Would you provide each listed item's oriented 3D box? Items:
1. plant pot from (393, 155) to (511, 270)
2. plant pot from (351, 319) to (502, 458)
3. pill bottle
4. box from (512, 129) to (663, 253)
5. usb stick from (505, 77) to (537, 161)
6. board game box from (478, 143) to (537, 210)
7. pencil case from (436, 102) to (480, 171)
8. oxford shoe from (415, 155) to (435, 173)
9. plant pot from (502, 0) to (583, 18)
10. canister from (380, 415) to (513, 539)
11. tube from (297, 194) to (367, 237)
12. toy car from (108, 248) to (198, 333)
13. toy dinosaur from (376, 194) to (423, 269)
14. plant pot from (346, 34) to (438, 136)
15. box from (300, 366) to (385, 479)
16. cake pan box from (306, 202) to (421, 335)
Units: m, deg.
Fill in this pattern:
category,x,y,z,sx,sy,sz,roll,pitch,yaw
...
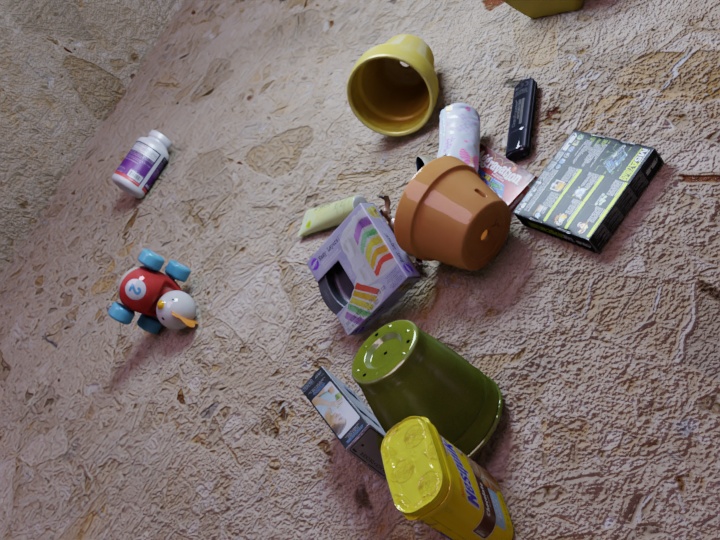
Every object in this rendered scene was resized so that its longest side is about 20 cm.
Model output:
category,x,y,z,sx,sy,sz,roll,pitch,yaw
plant pot,0.178,-0.091,1.629,0.140,0.200,0.200,34,84,37
plant pot,0.091,0.187,1.424,0.200,0.193,0.201,-32,29,20
pill bottle,-0.667,-0.330,2.751,0.112,0.112,0.200,15,69,50
box,0.394,-0.144,1.564,0.200,0.048,0.193,-53,39,-7
usb stick,0.323,-0.303,1.787,0.055,0.033,0.201,-22,44,42
board game box,0.257,-0.178,1.754,0.103,0.019,0.200,-47,36,1
pencil case,0.192,-0.245,1.788,0.083,0.090,0.201,111,173,-50
oxford shoe,0.134,-0.151,1.793,0.201,0.074,0.071,-86,20,-44
plant pot,0.395,-0.656,1.904,0.199,0.176,0.201,3,60,47
canister,0.129,0.318,1.294,0.086,0.200,0.149,-36,39,16
tube,-0.068,-0.124,2.016,0.200,0.052,0.058,-13,9,45
toy car,-0.473,0.080,2.161,0.200,0.177,0.185,30,92,40
toy dinosaur,0.076,-0.079,1.808,0.085,0.136,0.200,-7,20,3
plant pot,0.087,-0.437,2.028,0.200,0.201,0.189,-22,28,31
box,-0.014,0.263,1.562,0.060,0.117,0.200,-46,35,-1
cake pan box,0.000,0.000,1.729,0.200,0.052,0.185,-44,63,33
